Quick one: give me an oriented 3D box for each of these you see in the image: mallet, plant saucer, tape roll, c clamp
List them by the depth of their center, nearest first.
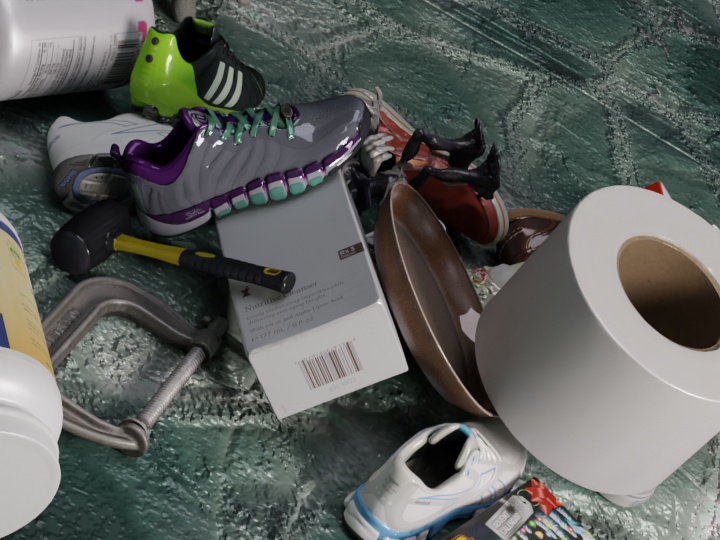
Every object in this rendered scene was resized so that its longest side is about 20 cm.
[{"bbox_3d":[-0.159,0.073,1.366,0.170,0.027,0.200,38,37,5],"label":"c clamp"},{"bbox_3d":[-0.144,-0.007,1.387,0.199,0.042,0.066,17,34,31],"label":"mallet"},{"bbox_3d":[0.207,0.055,1.450,0.201,0.139,0.204,21,44,-21],"label":"tape roll"},{"bbox_3d":[0.059,0.028,1.465,0.201,0.032,0.201,57,16,-27],"label":"plant saucer"}]

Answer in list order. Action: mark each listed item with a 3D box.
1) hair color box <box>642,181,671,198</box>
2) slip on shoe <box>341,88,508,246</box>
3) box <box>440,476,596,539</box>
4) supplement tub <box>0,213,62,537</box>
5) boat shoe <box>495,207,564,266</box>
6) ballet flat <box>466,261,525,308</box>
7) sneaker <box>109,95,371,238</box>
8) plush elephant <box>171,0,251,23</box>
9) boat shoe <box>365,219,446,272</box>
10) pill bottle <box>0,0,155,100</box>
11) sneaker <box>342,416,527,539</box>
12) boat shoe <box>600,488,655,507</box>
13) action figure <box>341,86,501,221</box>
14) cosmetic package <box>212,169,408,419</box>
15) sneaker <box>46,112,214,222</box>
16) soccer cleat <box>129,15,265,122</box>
[{"bbox_3d":[0.284,0.029,1.632,0.200,0.061,0.102,52,23,-36],"label":"hair color box"},{"bbox_3d":[0.047,-0.084,1.663,0.199,0.074,0.061,38,52,10],"label":"slip on shoe"},{"bbox_3d":[0.114,0.246,1.364,0.137,0.040,0.199,45,39,17],"label":"box"},{"bbox_3d":[-0.272,0.063,1.194,0.143,0.145,0.201,5,45,-32],"label":"supplement tub"},{"bbox_3d":[0.214,-0.011,1.700,0.198,0.071,0.071,0,40,-26],"label":"boat shoe"},{"bbox_3d":[0.161,0.027,1.621,0.198,0.064,0.076,19,21,-19],"label":"ballet flat"},{"bbox_3d":[-0.090,-0.098,1.426,0.199,0.088,0.075,-25,41,0],"label":"sneaker"},{"bbox_3d":[-0.161,-0.298,1.679,0.155,0.200,0.165,46,27,-13],"label":"plush elephant"},{"bbox_3d":[0.000,0.000,1.530,0.073,0.067,0.200,41,37,11],"label":"boat shoe"},{"bbox_3d":[-0.276,-0.197,1.507,0.199,0.114,0.114,-12,55,-44],"label":"pill bottle"},{"bbox_3d":[0.076,0.146,1.410,0.075,0.087,0.199,44,36,17],"label":"sneaker"},{"bbox_3d":[0.176,0.107,1.539,0.072,0.069,0.200,-20,62,-47],"label":"boat shoe"},{"bbox_3d":[0.013,-0.095,1.574,0.198,0.103,0.119,-7,39,-8],"label":"action figure"},{"bbox_3d":[-0.043,0.005,1.424,0.112,0.082,0.201,-22,43,1],"label":"cosmetic package"},{"bbox_3d":[-0.163,-0.094,1.514,0.198,0.075,0.087,6,39,-33],"label":"sneaker"},{"bbox_3d":[-0.130,-0.173,1.582,0.067,0.082,0.200,21,14,19],"label":"soccer cleat"}]
